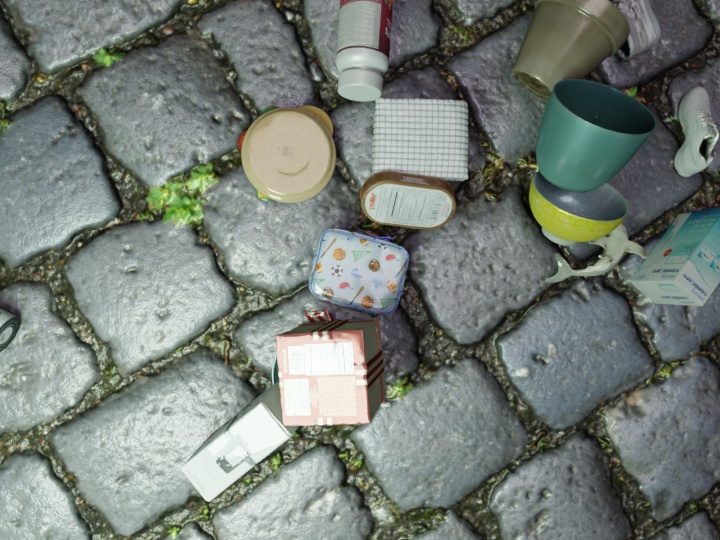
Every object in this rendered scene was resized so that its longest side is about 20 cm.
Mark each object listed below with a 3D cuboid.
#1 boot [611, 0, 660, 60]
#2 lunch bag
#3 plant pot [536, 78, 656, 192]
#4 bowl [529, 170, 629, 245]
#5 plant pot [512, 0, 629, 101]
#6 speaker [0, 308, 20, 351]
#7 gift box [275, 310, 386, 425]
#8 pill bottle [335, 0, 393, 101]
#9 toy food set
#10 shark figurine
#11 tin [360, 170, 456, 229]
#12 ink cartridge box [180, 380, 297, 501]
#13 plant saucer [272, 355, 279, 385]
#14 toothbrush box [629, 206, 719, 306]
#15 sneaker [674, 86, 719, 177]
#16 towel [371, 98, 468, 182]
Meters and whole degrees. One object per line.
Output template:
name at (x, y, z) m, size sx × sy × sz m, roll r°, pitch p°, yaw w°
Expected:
boot at (0.575, -0.568, 1.126) m, size 0.095 × 0.074 × 0.201 m, roll -32°, pitch 94°, yaw -13°
lunch bag at (0.000, 0.000, 1.047) m, size 0.198 × 0.076 × 0.162 m, roll 15°, pitch 85°, yaw -6°
plant pot at (0.443, -0.255, 1.018) m, size 0.198 × 0.162 × 0.202 m, roll 8°, pitch 45°, yaw -8°
bowl at (0.438, -0.118, 1.073) m, size 0.198 × 0.201 × 0.108 m, roll 5°, pitch 130°, yaw -7°
plant pot at (0.412, -0.458, 1.062) m, size 0.199 × 0.200 × 0.174 m, roll 34°, pitch 103°, yaw -5°
speaker at (-0.751, 0.077, 0.951) m, size 0.199 × 0.081 × 0.082 m, roll 28°, pitch 86°, yaw -5°
gift box at (-0.060, 0.172, 0.948) m, size 0.198 × 0.187 × 0.187 m, roll 0°, pitch 91°, yaw 13°
pill bottle at (0.006, -0.457, 1.038) m, size 0.108 × 0.110 × 0.202 m, roll 4°, pitch 88°, yaw -7°
toy food set at (-0.148, -0.238, 1.046) m, size 0.196 × 0.049 × 0.202 m, roll -6°, pitch 90°, yaw -7°
shark figurine at (0.517, -0.016, 1.111) m, size 0.214 × 0.090 × 0.128 m, roll -35°, pitch 59°, yaw -14°
tin at (0.098, -0.141, 1.046) m, size 0.198 × 0.042 × 0.113 m, roll 6°, pitch 128°, yaw -6°
ink cartridge box at (-0.210, 0.309, 0.958) m, size 0.200 × 0.145 × 0.084 m, roll -40°, pitch 91°, yaw 7°
plant saucer at (-0.080, 0.209, 1.051) m, size 0.198 × 0.036 × 0.202 m, roll 0°, pitch 89°, yaw -6°
toothbrush box at (0.703, -0.028, 1.095) m, size 0.085 × 0.146 × 0.201 m, roll 38°, pitch 86°, yaw -4°
sneaker at (0.760, -0.315, 1.142) m, size 0.070 × 0.080 × 0.203 m, roll 5°, pitch 87°, yaw -5°
towel at (0.121, -0.263, 1.061) m, size 0.198 × 0.086 × 0.167 m, roll -1°, pitch 96°, yaw -2°
